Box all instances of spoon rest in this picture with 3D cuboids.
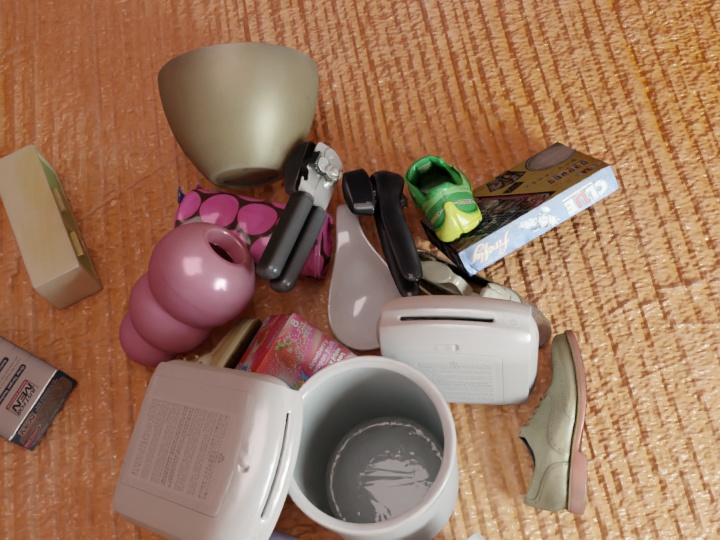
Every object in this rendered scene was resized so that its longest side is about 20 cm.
[{"bbox_3d":[0.000,0.000,1.135,0.099,0.061,0.201,-18,63,14],"label":"spoon rest"}]

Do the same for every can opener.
[{"bbox_3d":[0.035,-0.044,1.104,0.078,0.064,0.200,-15,51,-6],"label":"can opener"},{"bbox_3d":[-0.071,-0.064,1.105,0.066,0.053,0.201,-9,49,38],"label":"can opener"}]

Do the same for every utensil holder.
[{"bbox_3d":[0.018,0.199,0.972,0.169,0.200,0.171,-4,65,8],"label":"utensil holder"}]

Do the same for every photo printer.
[{"bbox_3d":[-0.138,0.173,0.888,0.200,0.069,0.167,1,71,47],"label":"photo printer"},{"bbox_3d":[0.104,0.084,1.009,0.166,0.200,0.070,1,67,11],"label":"photo printer"}]

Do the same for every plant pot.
[{"bbox_3d":[-0.145,-0.178,1.178,0.199,0.200,0.135,-7,80,6],"label":"plant pot"}]

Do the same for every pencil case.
[{"bbox_3d":[-0.129,-0.049,1.169,0.199,0.091,0.094,12,60,12],"label":"pencil case"}]

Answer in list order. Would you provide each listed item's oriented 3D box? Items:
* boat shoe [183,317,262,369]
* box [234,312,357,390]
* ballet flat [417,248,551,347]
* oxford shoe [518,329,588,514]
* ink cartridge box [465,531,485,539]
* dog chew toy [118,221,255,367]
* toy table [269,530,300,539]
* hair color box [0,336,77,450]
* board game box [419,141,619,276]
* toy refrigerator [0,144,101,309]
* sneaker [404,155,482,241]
[{"bbox_3d":[-0.185,0.132,1.104,0.066,0.074,0.200,24,68,22],"label":"boat shoe"},{"bbox_3d":[-0.102,0.153,1.049,0.095,0.100,0.200,36,74,-16],"label":"box"},{"bbox_3d":[0.127,0.031,1.100,0.199,0.067,0.068,24,73,18],"label":"ballet flat"},{"bbox_3d":[0.208,0.159,1.031,0.074,0.071,0.201,0,67,12],"label":"oxford shoe"},{"bbox_3d":[0.147,0.360,0.911,0.085,0.145,0.200,-39,67,-9],"label":"ink cartridge box"},{"bbox_3d":[-0.212,0.038,1.109,0.200,0.124,0.125,-47,63,25],"label":"dog chew toy"},{"bbox_3d":[-0.129,0.322,0.969,0.183,0.200,0.118,16,78,-20],"label":"toy table"},{"bbox_3d":[-0.458,0.127,1.157,0.199,0.061,0.100,25,73,19],"label":"hair color box"},{"bbox_3d":[0.181,-0.076,1.113,0.200,0.035,0.136,-30,23,-4],"label":"board game box"},{"bbox_3d":[-0.401,-0.058,1.221,0.070,0.076,0.200,-26,65,-3],"label":"toy refrigerator"},{"bbox_3d":[0.092,-0.104,1.116,0.074,0.084,0.200,-27,23,2],"label":"sneaker"}]
